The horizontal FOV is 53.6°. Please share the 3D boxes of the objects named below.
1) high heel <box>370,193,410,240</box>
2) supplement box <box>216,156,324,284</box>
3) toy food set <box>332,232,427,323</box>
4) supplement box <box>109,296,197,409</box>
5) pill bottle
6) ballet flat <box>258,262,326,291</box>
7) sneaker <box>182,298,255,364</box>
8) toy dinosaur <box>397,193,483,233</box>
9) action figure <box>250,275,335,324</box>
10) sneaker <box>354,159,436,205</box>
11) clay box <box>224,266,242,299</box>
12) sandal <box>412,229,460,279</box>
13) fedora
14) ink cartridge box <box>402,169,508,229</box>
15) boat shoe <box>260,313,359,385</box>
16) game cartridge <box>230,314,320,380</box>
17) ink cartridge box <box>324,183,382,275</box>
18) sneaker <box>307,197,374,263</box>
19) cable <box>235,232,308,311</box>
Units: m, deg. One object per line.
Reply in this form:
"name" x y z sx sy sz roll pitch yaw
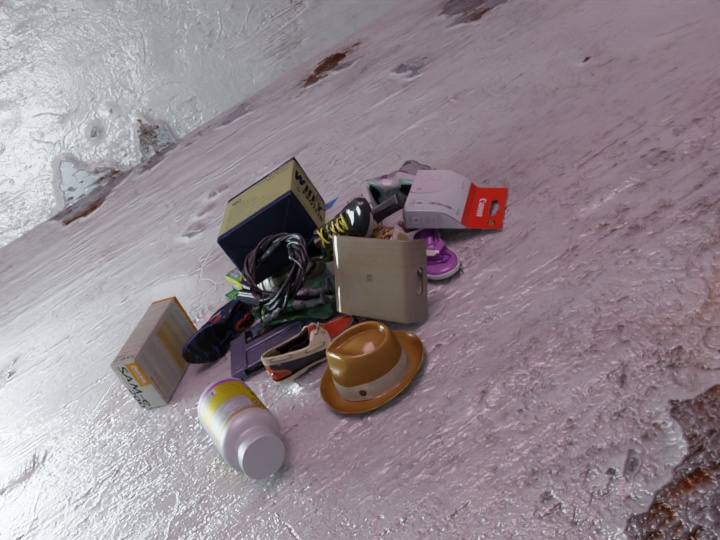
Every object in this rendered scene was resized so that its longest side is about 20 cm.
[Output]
"high heel" 0.030 -0.041 1.398 0.141 0.071 0.204 -28 46 28
"supplement box" -0.191 -0.110 1.573 0.197 0.135 0.201 -30 27 14
"toy food set" 0.032 0.009 1.305 0.196 0.148 0.060 6 14 35
"supplement box" -0.425 0.171 1.502 0.072 0.128 0.202 -13 31 23
"pill bottle" -0.194 0.260 1.172 0.103 0.106 0.199 -37 30 -15
"ballet flat" -0.167 0.011 1.572 0.196 0.070 0.070 -25 28 11
"sneaker" -0.305 0.130 1.529 0.077 0.077 0.199 -7 27 49
"toy dinosaur" 0.157 -0.121 1.527 0.196 0.062 0.106 -27 38 -21
"action figure" -0.141 0.066 1.425 0.196 0.055 0.120 -17 33 29
"sneaker" 0.091 -0.213 1.702 0.195 0.079 0.141 4 40 31
"clay box" -0.236 -0.005 1.689 0.199 0.048 0.114 -41 30 -22
"sandal" 0.136 -0.042 1.403 0.081 0.051 0.203 -29 27 1
"fedora" 0.007 0.145 1.192 0.196 0.083 0.202 -23 29 13
"ink cartridge box" 0.196 -0.148 1.462 0.194 0.058 0.164 -2 36 20
"boat shoe" -0.091 0.133 1.324 0.197 0.064 0.071 -32 27 -7
"game cartridge" -0.172 0.135 1.426 0.196 0.039 0.130 -29 33 2
"ink cartridge box" -0.024 -0.094 1.596 0.142 0.085 0.201 -26 28 9
"sneaker" -0.044 -0.067 1.388 0.083 0.076 0.200 -12 -25 -38
"cable" -0.163 -0.002 1.411 0.197 0.051 0.166 2 58 47
